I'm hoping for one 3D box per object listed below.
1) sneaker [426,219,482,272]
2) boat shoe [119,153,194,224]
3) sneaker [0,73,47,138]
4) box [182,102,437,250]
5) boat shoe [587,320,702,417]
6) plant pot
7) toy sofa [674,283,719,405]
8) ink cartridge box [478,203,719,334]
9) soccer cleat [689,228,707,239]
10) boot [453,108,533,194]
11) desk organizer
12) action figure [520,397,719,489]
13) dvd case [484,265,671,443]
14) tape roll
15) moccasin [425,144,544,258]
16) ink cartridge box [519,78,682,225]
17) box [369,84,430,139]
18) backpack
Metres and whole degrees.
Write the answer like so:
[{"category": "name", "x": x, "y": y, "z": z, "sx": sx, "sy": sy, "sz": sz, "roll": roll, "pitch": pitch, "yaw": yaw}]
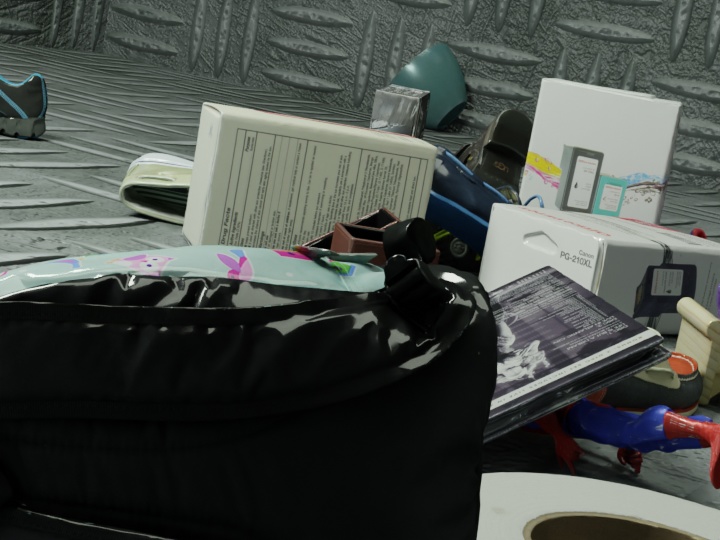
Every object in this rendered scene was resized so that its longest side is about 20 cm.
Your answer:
[{"category": "sneaker", "x": 0.057, "y": -0.045, "z": 1.477, "sx": 0.199, "sy": 0.076, "sz": 0.076, "roll": 14, "pitch": -5, "yaw": -21}, {"category": "boat shoe", "x": -0.134, "y": -0.063, "z": 1.435, "sx": 0.199, "sy": 0.072, "sz": 0.062, "roll": 9, "pitch": 34, "yaw": 10}, {"category": "sneaker", "x": -0.489, "y": -0.220, "z": 1.863, "sx": 0.199, "sy": 0.082, "sz": 0.073, "roll": 7, "pitch": 12, "yaw": -16}, {"category": "box", "x": -0.048, "y": -0.069, "z": 1.334, "sx": 0.199, "sy": 0.128, "sz": 0.109, "roll": 8, "pitch": 9, "yaw": -16}, {"category": "boat shoe", "x": 0.174, "y": 0.063, "z": 1.002, "sx": 0.071, "sy": 0.063, "sz": 0.200, "roll": 16, "pitch": 10, "yaw": 40}, {"category": "plant pot", "x": 0.166, "y": -0.402, "z": 3.421, "sx": 0.135, "sy": 0.200, "sz": 0.200, "roll": 48, "pitch": 20, "yaw": 12}, {"category": "toy sofa", "x": 0.339, "y": 0.058, "z": 1.108, "sx": 0.199, "sy": 0.098, "sz": 0.083, "roll": 9, "pitch": 10, "yaw": -4}, {"category": "ink cartridge box", "x": 0.228, "y": 0.000, "z": 1.361, "sx": 0.200, "sy": 0.085, "sz": 0.145, "roll": 4, "pitch": 12, "yaw": -39}, {"category": "soccer cleat", "x": 0.409, "y": 0.013, "z": 1.518, "sx": 0.200, "sy": 0.073, "sz": 0.068, "roll": 19, "pitch": 12, "yaw": 41}, {"category": "boot", "x": 0.114, "y": -0.077, "z": 1.649, "sx": 0.069, "sy": 0.200, "sz": 0.174, "roll": 33, "pitch": -26, "yaw": -10}, {"category": "desk organizer", "x": 0.000, "y": 0.000, "z": 1.132, "sx": 0.071, "sy": 0.077, "sz": 0.200, "roll": 9, "pitch": 10, "yaw": -13}, {"category": "action figure", "x": 0.137, "y": 0.090, "z": 0.851, "sx": 0.065, "sy": 0.052, "sz": 0.200, "roll": 10, "pitch": 3, "yaw": -39}, {"category": "dvd case", "x": 0.079, "y": 0.052, "z": 0.884, "sx": 0.148, "sy": 0.016, "sz": 0.200, "roll": -24, "pitch": 15, "yaw": -6}, {"category": "tape roll", "x": 0.114, "y": 0.133, "z": 0.607, "sx": 0.202, "sy": 0.037, "sz": 0.203, "roll": 10, "pitch": 10, "yaw": -2}, {"category": "moccasin", "x": 0.134, "y": -0.054, "z": 1.425, "sx": 0.080, "sy": 0.068, "sz": 0.200, "roll": -9, "pitch": -34, "yaw": 46}, {"category": "ink cartridge box", "x": 0.248, "y": -0.093, "z": 1.576, "sx": 0.146, "sy": 0.201, "sz": 0.147, "roll": 12, "pitch": 9, "yaw": 11}, {"category": "box", "x": 0.034, "y": -0.117, "z": 1.615, "sx": 0.050, "sy": 0.158, "sz": 0.200, "roll": 11, "pitch": 9, "yaw": 4}, {"category": "backpack", "x": -0.063, "y": 0.067, "z": 0.514, "sx": 0.199, "sy": 0.168, "sz": 0.127, "roll": 5, "pitch": -9, "yaw": -16}]
